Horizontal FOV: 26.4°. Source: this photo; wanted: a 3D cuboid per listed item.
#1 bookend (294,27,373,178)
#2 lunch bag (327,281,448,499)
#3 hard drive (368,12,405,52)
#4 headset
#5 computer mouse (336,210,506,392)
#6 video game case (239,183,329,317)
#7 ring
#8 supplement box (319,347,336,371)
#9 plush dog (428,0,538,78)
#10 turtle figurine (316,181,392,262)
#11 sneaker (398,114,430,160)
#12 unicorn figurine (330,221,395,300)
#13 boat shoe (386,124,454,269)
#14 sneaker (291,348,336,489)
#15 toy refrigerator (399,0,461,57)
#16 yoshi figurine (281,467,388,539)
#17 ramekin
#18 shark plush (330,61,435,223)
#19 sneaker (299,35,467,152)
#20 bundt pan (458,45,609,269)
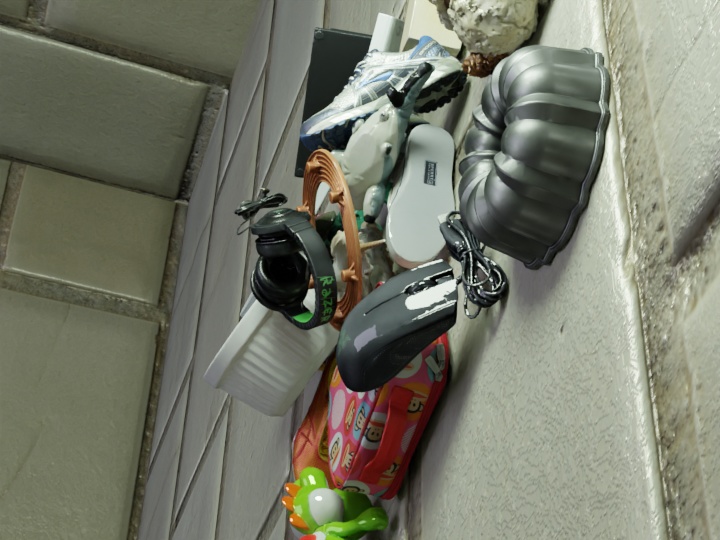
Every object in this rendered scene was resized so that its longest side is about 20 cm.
[{"bbox_3d":[-0.022,-0.239,2.043,0.199,0.092,0.201,-81,0,-68],"label":"bookend"},{"bbox_3d":[0.025,0.130,1.574,0.176,0.082,0.200,-98,25,-58],"label":"lunch bag"},{"bbox_3d":[0.029,-0.215,1.933,0.132,0.027,0.201,0,-74,-69],"label":"hard drive"},{"bbox_3d":[-0.075,-0.022,1.681,0.200,0.094,0.124,43,142,41],"label":"headset"},{"bbox_3d":[0.041,0.033,1.466,0.200,0.053,0.139,-43,34,16],"label":"computer mouse"},{"bbox_3d":[-0.085,-0.040,1.893,0.200,0.018,0.143,-54,7,50],"label":"video game case"},{"bbox_3d":[-0.038,-0.031,1.666,0.200,0.019,0.201,172,90,-72],"label":"ring"},{"bbox_3d":[-0.088,0.076,2.076,0.200,0.110,0.086,-160,85,-78],"label":"supplement box"},{"bbox_3d":[0.120,-0.292,1.538,0.172,0.160,0.200,56,139,38],"label":"plush dog"},{"bbox_3d":[-0.025,-0.034,1.966,0.200,0.100,0.150,131,151,-53],"label":"turtle figurine"},{"bbox_3d":[0.047,-0.164,1.843,0.200,0.081,0.074,-54,-23,-69],"label":"sneaker"},{"bbox_3d":[0.000,0.000,1.732,0.200,0.074,0.138,-93,-7,-68],"label":"unicorn figurine"},{"bbox_3d":[0.060,-0.071,1.673,0.066,0.072,0.200,112,167,-49],"label":"boat shoe"},{"bbox_3d":[-0.035,0.179,1.810,0.077,0.073,0.201,152,131,-78],"label":"sneaker"},{"bbox_3d":[0.100,-0.344,1.809,0.076,0.070,0.201,121,161,-74],"label":"toy refrigerator"},{"bbox_3d":[-0.013,0.291,1.609,0.200,0.112,0.112,-111,-6,-46],"label":"yoshi figurine"},{"bbox_3d":[-0.087,0.081,1.827,0.200,0.105,0.200,-53,-1,-1],"label":"ramekin"},{"bbox_3d":[0.022,-0.150,1.694,0.083,0.091,0.200,-22,-45,-51],"label":"shark plush"},{"bbox_3d":[0.017,-0.199,1.728,0.085,0.200,0.077,61,173,26],"label":"sneaker"},{"bbox_3d":[0.141,-0.106,1.337,0.202,0.076,0.202,-166,90,-77],"label":"bundt pan"}]
